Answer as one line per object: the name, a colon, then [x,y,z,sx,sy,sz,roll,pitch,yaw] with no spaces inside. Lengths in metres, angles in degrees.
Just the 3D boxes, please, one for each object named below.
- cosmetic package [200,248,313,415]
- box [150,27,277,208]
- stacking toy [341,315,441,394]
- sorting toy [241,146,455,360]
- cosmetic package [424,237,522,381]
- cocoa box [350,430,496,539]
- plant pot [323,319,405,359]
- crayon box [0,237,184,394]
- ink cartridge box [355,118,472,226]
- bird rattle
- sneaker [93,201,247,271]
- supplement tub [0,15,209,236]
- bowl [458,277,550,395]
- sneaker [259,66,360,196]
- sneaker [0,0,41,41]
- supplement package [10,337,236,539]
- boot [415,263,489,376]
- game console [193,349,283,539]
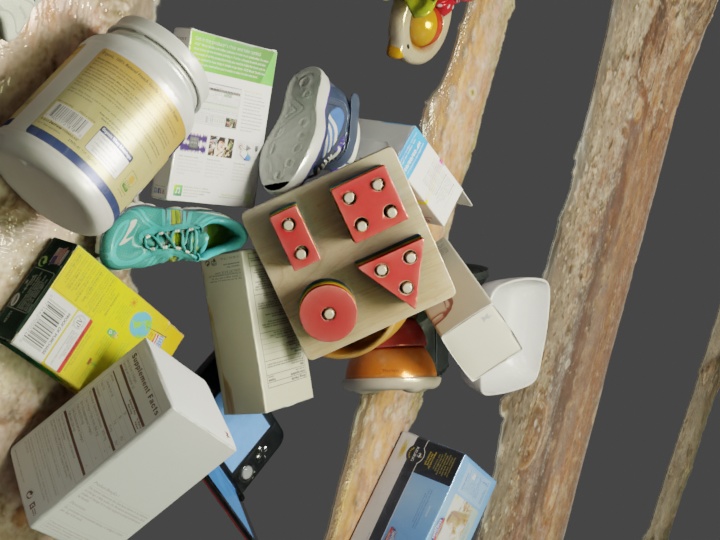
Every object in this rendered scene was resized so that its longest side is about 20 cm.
cosmetic package: [-0.128,0.073,1.316,0.105,0.071,0.200,-7,90,-57]
box: [-0.174,-0.178,1.267,0.144,0.036,0.200,3,100,-51]
stacking toy: [0.044,0.081,1.553,0.146,0.146,0.200,7,80,-51]
sorting toy: [-0.011,-0.016,1.252,0.200,0.070,0.199,-25,100,0]
cosmetic package: [0.139,0.051,1.497,0.087,0.200,0.103,-34,121,3]
cocoa box: [0.104,0.385,1.688,0.133,0.131,0.200,46,66,-46]
plant pot: [0.000,0.000,1.420,0.183,0.200,0.200,-23,119,-62]
crayon box: [-0.299,0.072,1.176,0.127,0.051,0.200,-60,138,-19]
ink cartridge box: [0.064,-0.128,1.503,0.200,0.115,0.068,45,66,-46]
bird rattle: [0.088,-0.377,1.504,0.200,0.113,0.163,-24,131,-59]
sneaker: [-0.217,-0.040,1.219,0.200,0.080,0.078,-14,111,-47]
supplement tub: [-0.261,-0.150,1.081,0.200,0.144,0.144,-54,136,-24]
bowl: [0.240,0.105,1.816,0.200,0.075,0.200,-4,105,-50]
sneaker: [-0.051,-0.148,1.362,0.146,0.080,0.200,50,43,-47]
sneaker: [-0.379,-0.278,0.965,0.200,0.075,0.081,26,89,-50]
supplement package: [-0.258,0.194,1.145,0.200,0.117,0.117,-39,136,4]
boot: [0.124,0.081,1.672,0.198,0.073,0.163,-15,110,-40]
game console: [-0.151,0.227,1.346,0.172,0.119,0.200,-50,135,-28]
